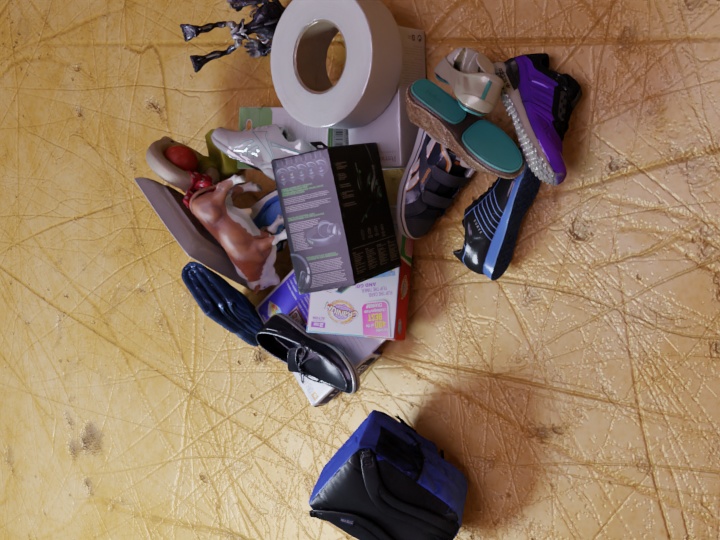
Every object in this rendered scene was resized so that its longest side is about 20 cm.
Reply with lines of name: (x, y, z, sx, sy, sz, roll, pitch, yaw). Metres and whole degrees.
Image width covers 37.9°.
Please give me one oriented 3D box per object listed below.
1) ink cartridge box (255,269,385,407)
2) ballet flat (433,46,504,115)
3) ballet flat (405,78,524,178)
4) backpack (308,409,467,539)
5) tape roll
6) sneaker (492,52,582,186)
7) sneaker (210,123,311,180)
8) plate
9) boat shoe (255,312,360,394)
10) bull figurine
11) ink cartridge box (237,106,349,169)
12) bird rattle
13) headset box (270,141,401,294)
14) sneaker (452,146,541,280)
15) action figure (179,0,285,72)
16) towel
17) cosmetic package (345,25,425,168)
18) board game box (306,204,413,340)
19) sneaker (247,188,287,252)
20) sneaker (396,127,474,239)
ink cartridge box: (-0.054, 0.081, 1.669, 0.200, 0.043, 0.199, -44, 68, 31)
ballet flat: (0.148, -0.265, 1.412, 0.200, 0.069, 0.070, -112, 40, -62)
ballet flat: (0.139, -0.180, 1.414, 0.200, 0.070, 0.065, 45, 153, 20)
backpack: (0.058, 0.311, 1.525, 0.200, 0.168, 0.163, 35, 124, -4)
tape roll: (-0.037, -0.307, 1.514, 0.202, 0.071, 0.203, 4, 97, 41)
sneaker: (0.246, -0.208, 1.364, 0.099, 0.070, 0.201, -19, 63, 3)
sneaker: (-0.150, -0.193, 1.642, 0.200, 0.070, 0.081, 27, 95, 32)
plate: (-0.264, -0.066, 1.733, 0.032, 0.199, 0.200, -45, 58, 8)
boat shoe: (-0.083, 0.135, 1.619, 0.200, 0.062, 0.075, 33, 135, 29)
bull figurine: (-0.178, -0.059, 1.652, 0.121, 0.065, 0.200, -38, 107, 14)
ink cartridge box: (-0.107, -0.208, 1.678, 0.199, 0.059, 0.104, 8, 99, 39)
bird rattle: (-0.282, -0.157, 1.742, 0.163, 0.200, 0.113, 26, 123, -9)
headset box: (-0.032, -0.083, 1.463, 0.092, 0.174, 0.201, -10, 96, 25)
sneaker: (0.186, -0.088, 1.443, 0.078, 0.070, 0.201, 30, 112, 28)
action figure: (-0.186, -0.392, 1.691, 0.102, 0.199, 0.119, -125, 18, -66)
towel: (-0.214, 0.054, 1.708, 0.048, 0.200, 0.112, -40, 64, 2)
cosmetic package: (0.038, -0.251, 1.549, 0.101, 0.071, 0.201, 0, 94, 39)
board game box: (0.000, 0.000, 1.582, 0.152, 0.040, 0.201, 4, 87, 27)
sneaker: (-0.133, -0.083, 1.713, 0.200, 0.079, 0.089, -33, 93, 33)
sneaker: (0.111, -0.135, 1.495, 0.079, 0.078, 0.201, 25, 107, 41)
